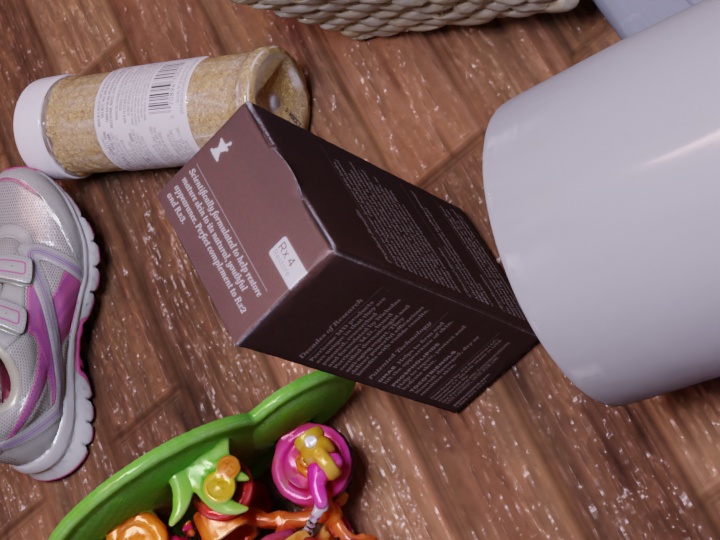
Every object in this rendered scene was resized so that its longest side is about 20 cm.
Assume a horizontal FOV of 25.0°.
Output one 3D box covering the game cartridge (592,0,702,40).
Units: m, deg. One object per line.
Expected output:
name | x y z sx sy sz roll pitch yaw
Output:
game cartridge | 0.200 -0.204 0.854 0.200 0.041 0.134 -42 60 17

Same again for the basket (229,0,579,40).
basket | 0.008 -0.228 0.875 0.199 0.197 0.163 1 84 48

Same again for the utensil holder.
utensil holder | 0.179 -0.042 0.737 0.198 0.169 0.172 -24 63 30

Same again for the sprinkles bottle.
sprinkles bottle | -0.128 -0.097 1.028 0.198 0.068 0.069 -2 74 34

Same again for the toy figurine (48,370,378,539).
toy figurine | -0.041 0.180 0.867 0.199 0.150 0.185 -32 71 -6

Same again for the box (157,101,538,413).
box | 0.000 0.000 0.824 0.075 0.199 0.101 -42 56 17

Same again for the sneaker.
sneaker | -0.220 0.030 1.028 0.081 0.088 0.203 -13 75 31
